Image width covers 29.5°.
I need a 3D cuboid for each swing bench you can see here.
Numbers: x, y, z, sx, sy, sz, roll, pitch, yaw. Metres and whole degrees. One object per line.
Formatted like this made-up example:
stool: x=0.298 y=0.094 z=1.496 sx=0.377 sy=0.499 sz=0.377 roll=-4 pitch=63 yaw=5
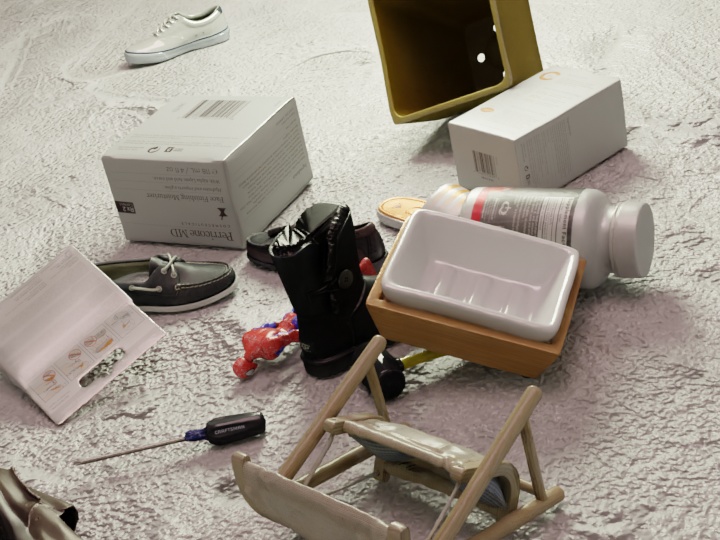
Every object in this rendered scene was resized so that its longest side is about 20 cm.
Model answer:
swing bench: x=0.033 y=0.180 z=1.180 sx=0.198 sy=0.130 sz=0.200 roll=18 pitch=46 yaw=42

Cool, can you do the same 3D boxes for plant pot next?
plant pot: x=0.157 y=-0.318 z=1.930 sx=0.194 sy=0.197 sz=0.200 roll=-15 pitch=-7 yaw=33

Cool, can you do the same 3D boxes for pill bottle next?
pill bottle: x=0.216 y=-0.036 z=1.506 sx=0.199 sy=0.111 sz=0.111 roll=3 pitch=32 yaw=26

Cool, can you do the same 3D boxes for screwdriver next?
screwdriver: x=-0.193 y=0.170 z=1.380 sx=0.199 sy=0.029 sz=0.028 roll=-8 pitch=28 yaw=-3

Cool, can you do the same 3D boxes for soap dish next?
soap dish: x=0.120 y=0.024 z=1.410 sx=0.199 sy=0.082 sz=0.158 roll=14 pitch=41 yaw=10

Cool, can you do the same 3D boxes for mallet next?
mallet: x=0.085 y=0.078 z=1.437 sx=0.199 sy=0.041 sz=0.066 roll=-21 pitch=33 yaw=-23

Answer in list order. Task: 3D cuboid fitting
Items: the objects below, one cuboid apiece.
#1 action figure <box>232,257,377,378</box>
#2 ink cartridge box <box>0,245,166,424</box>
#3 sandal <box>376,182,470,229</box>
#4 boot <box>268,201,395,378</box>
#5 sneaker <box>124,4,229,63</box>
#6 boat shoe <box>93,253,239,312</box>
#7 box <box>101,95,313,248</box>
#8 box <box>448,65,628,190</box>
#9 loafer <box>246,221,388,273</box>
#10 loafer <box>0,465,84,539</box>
action figure: x=-0.066 y=0.056 z=1.522 sx=0.200 sy=0.052 sz=0.065 roll=-36 pitch=30 yaw=-28
ink cartridge box: x=-0.332 y=0.080 z=1.567 sx=0.161 sy=0.050 sz=0.200 roll=-41 pitch=57 yaw=-17
sandal: x=0.093 y=-0.076 z=1.682 sx=0.206 sy=0.059 sz=0.079 roll=16 pitch=40 yaw=41
boot: x=0.000 y=0.000 z=1.469 sx=0.200 sy=0.169 sz=0.076 roll=-30 pitch=33 yaw=-30
sneaker: x=-0.338 y=-0.432 z=2.485 sx=0.199 sy=0.071 sz=0.073 roll=-21 pitch=29 yaw=-15
boat shoe: x=-0.249 y=0.012 z=1.660 sx=0.199 sy=0.061 sz=0.076 roll=-11 pitch=29 yaw=4
box: x=-0.202 y=-0.137 z=1.836 sx=0.198 sy=0.131 sz=0.200 roll=4 pitch=33 yaw=28
box: x=0.231 y=-0.176 z=1.767 sx=0.200 sy=0.098 sz=0.124 roll=-31 pitch=33 yaw=-29
loafer: x=-0.056 y=-0.039 z=1.671 sx=0.199 sy=0.063 sz=0.072 roll=6 pitch=33 yaw=31
loafer: x=-0.296 y=0.243 z=1.268 sx=0.071 sy=0.073 sz=0.200 roll=-15 pitch=32 yaw=-27
